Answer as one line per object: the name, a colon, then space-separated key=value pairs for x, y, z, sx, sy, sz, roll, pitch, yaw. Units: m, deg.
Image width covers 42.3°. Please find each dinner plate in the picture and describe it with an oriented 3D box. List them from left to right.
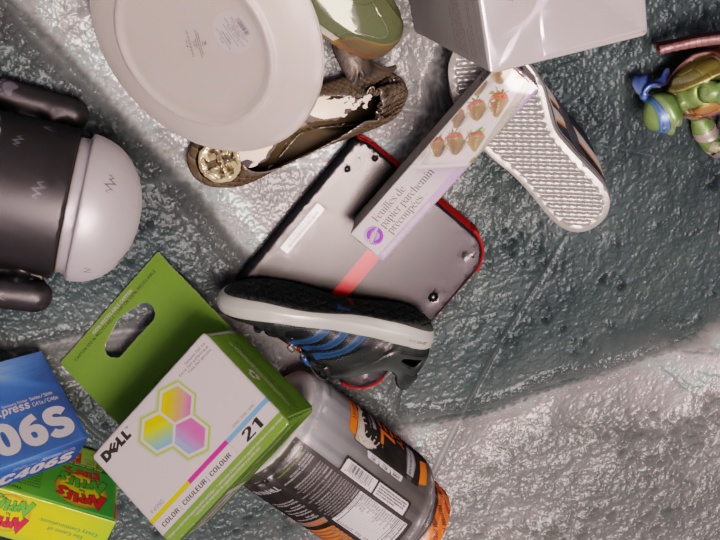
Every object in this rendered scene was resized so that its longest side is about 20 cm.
dinner plate: x=-0.123 y=-0.174 z=0.706 sx=0.200 sy=0.024 sz=0.200 roll=12 pitch=131 yaw=15

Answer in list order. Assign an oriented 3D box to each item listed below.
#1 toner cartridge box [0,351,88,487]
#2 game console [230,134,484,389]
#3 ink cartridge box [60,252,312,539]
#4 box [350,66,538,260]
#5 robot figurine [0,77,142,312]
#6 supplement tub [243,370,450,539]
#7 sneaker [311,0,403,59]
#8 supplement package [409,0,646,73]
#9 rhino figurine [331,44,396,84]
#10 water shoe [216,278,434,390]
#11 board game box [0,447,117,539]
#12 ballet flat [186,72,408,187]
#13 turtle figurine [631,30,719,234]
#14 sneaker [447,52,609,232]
toner cartridge box: x=-0.333 y=0.137 z=0.750 sx=0.200 sy=0.095 sz=0.043 roll=-17 pitch=153 yaw=-46
game console: x=0.000 y=0.000 z=0.867 sx=0.177 sy=0.031 sz=0.200 roll=37 pitch=99 yaw=-17
ink cartridge box: x=-0.165 y=0.103 z=0.789 sx=0.200 sy=0.076 sz=0.148 roll=44 pitch=99 yaw=10
box: x=0.068 y=-0.095 z=0.782 sx=0.039 sy=0.041 sz=0.200 roll=38 pitch=113 yaw=-10
robot figurine: x=-0.273 y=-0.060 z=0.726 sx=0.200 sy=0.125 sz=0.150 roll=12 pitch=113 yaw=-17
supplement tub: x=-0.014 y=0.196 z=0.888 sx=0.123 sy=0.123 sz=0.200 roll=-46 pitch=115 yaw=7
sneaker: x=-0.029 y=-0.243 z=0.668 sx=0.200 sy=0.090 sz=0.067 roll=43 pitch=58 yaw=-17
supplement package: x=0.111 y=-0.236 z=0.698 sx=0.120 sy=0.200 sz=0.121 roll=-16 pitch=115 yaw=-6
rhino figurine: x=-0.048 y=-0.218 z=0.743 sx=0.200 sy=0.060 sz=0.088 roll=31 pitch=84 yaw=-22
water shoe: x=-0.033 y=0.063 z=0.829 sx=0.200 sy=0.072 sz=0.079 roll=11 pitch=108 yaw=-11
board game box: x=-0.318 y=0.182 z=0.823 sx=0.200 sy=0.102 sz=0.048 roll=23 pitch=106 yaw=-20
ballet flat: x=-0.052 y=-0.121 z=0.792 sx=0.200 sy=0.046 sz=0.067 roll=-20 pitch=114 yaw=-5
turtle figurine: x=0.364 y=-0.144 z=0.830 sx=0.194 sy=0.200 sz=0.144 roll=-36 pitch=149 yaw=-2
sneaker: x=0.145 y=-0.126 z=0.821 sx=0.078 sy=0.079 sz=0.200 roll=-31 pitch=108 yaw=21
